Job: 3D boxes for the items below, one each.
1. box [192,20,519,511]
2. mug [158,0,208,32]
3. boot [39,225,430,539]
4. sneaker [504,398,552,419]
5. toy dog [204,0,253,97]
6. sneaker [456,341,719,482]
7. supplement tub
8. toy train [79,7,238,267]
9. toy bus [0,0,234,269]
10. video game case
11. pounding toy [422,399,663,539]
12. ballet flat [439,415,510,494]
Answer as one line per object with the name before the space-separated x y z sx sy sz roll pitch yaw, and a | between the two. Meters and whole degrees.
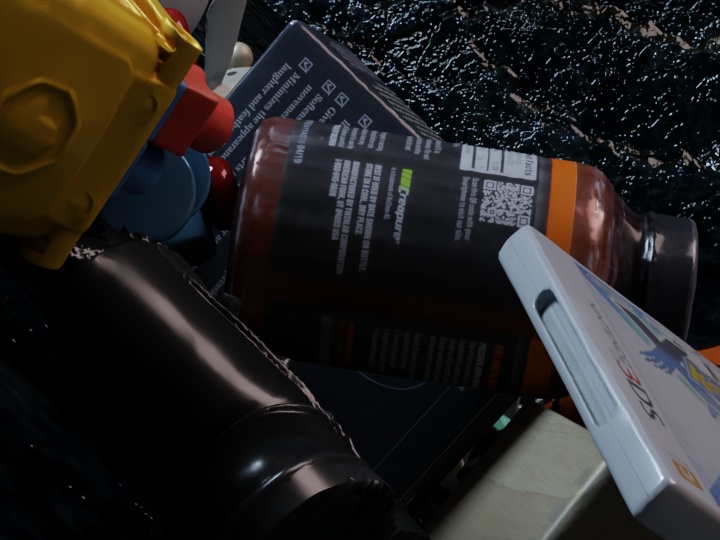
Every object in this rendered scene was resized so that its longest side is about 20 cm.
box | 0.000 0.000 1.023 0.200 0.149 0.107 45 8 10
mug | -0.198 -0.186 1.201 0.153 0.185 0.151 -8 83 -69
boot | -0.057 0.051 0.748 0.163 0.073 0.198 48 2 17
sneaker | 0.130 0.129 1.229 0.200 0.082 0.077 38 9 -33
toy dog | -0.123 -0.121 1.045 0.200 0.131 0.097 22 65 -69
sneaker | 0.124 0.080 0.978 0.070 0.090 0.200 42 -24 -12
supplement tub | 0.044 -0.002 0.896 0.198 0.108 0.107 9 8 2
toy train | -0.112 -0.098 0.878 0.116 0.084 0.202 144 -71 -83
toy bus | -0.144 -0.096 0.757 0.191 0.136 0.200 20 20 -44
video game case | 0.149 0.081 0.786 0.199 0.022 0.183 35 17 -27
pounding toy | 0.115 0.178 0.811 0.200 0.142 0.184 40 -2 -8
ballet flat | 0.069 0.114 1.134 0.200 0.067 0.071 41 32 -18
